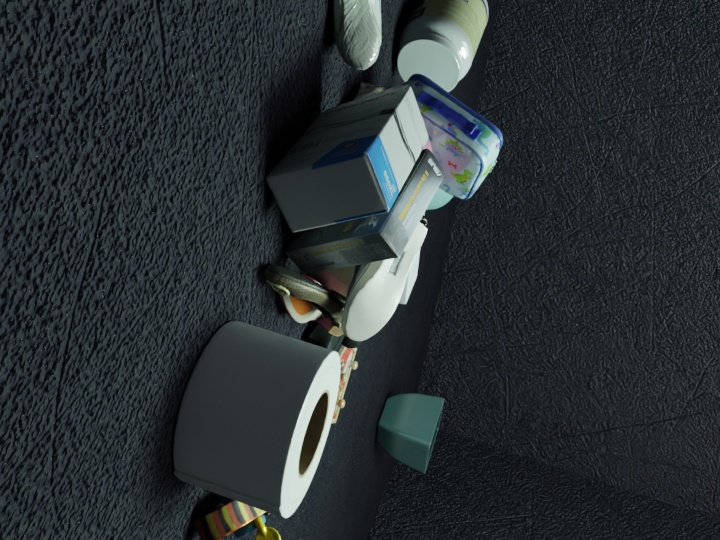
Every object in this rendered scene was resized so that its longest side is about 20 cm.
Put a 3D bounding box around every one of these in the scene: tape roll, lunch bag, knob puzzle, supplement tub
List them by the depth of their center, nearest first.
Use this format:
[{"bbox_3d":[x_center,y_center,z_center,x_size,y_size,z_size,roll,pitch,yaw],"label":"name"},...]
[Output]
[{"bbox_3d":[-0.118,0.177,0.922,0.203,0.137,0.207,15,90,-79],"label":"tape roll"},{"bbox_3d":[0.134,-0.221,1.267,0.083,0.199,0.161,-51,170,-21],"label":"lunch bag"},{"bbox_3d":[0.155,-0.445,1.447,0.146,0.142,0.202,90,19,-53],"label":"supplement tub"},{"bbox_3d":[-0.042,0.246,1.664,0.219,0.030,0.224,16,89,-79],"label":"knob puzzle"}]

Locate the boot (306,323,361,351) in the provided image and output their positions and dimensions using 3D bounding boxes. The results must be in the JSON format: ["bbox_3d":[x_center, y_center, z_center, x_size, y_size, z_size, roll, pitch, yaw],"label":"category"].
[{"bbox_3d":[-0.046,0.130,1.395,0.201,0.064,0.167,-66,157,-52],"label":"boot"}]

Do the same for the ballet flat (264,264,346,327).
[{"bbox_3d":[-0.068,0.039,1.060,0.199,0.067,0.047,29,92,-55],"label":"ballet flat"}]

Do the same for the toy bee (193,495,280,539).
[{"bbox_3d":[-0.142,0.309,1.055,0.132,0.108,0.200,57,16,-11],"label":"toy bee"}]

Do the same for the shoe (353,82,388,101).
[{"bbox_3d":[-0.012,-0.221,1.175,0.202,0.053,0.070,-62,-174,-37],"label":"shoe"}]

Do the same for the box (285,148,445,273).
[{"bbox_3d":[0.004,-0.079,1.050,0.048,0.198,0.160,48,56,-26],"label":"box"}]

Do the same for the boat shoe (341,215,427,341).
[{"bbox_3d":[0.018,-0.002,1.086,0.202,0.074,0.092,-60,-148,-4],"label":"boat shoe"}]

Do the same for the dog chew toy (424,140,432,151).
[{"bbox_3d":[0.062,-0.177,1.218,0.202,0.122,0.126,90,19,-49],"label":"dog chew toy"}]

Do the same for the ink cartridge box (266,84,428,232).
[{"bbox_3d":[-0.010,-0.146,0.977,0.085,0.142,0.201,65,32,-27],"label":"ink cartridge box"}]

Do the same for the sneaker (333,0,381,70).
[{"bbox_3d":[-0.005,-0.367,0.992,0.073,0.070,0.204,-124,-147,-58],"label":"sneaker"}]

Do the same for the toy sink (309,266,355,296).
[{"bbox_3d":[0.000,0.000,1.257,0.131,0.111,0.201,-52,161,-19],"label":"toy sink"}]

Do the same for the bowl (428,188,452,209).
[{"bbox_3d":[0.127,-0.197,1.459,0.200,0.104,0.205,-28,-126,47],"label":"bowl"}]

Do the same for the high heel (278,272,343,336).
[{"bbox_3d":[-0.088,0.033,1.166,0.068,0.096,0.200,-49,147,4],"label":"high heel"}]

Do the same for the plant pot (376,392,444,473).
[{"bbox_3d":[0.164,0.539,2.629,0.198,0.196,0.197,93,17,-47],"label":"plant pot"}]

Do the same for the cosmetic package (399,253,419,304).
[{"bbox_3d":[0.081,-0.042,1.554,0.102,0.073,0.203,-63,161,-51],"label":"cosmetic package"}]
